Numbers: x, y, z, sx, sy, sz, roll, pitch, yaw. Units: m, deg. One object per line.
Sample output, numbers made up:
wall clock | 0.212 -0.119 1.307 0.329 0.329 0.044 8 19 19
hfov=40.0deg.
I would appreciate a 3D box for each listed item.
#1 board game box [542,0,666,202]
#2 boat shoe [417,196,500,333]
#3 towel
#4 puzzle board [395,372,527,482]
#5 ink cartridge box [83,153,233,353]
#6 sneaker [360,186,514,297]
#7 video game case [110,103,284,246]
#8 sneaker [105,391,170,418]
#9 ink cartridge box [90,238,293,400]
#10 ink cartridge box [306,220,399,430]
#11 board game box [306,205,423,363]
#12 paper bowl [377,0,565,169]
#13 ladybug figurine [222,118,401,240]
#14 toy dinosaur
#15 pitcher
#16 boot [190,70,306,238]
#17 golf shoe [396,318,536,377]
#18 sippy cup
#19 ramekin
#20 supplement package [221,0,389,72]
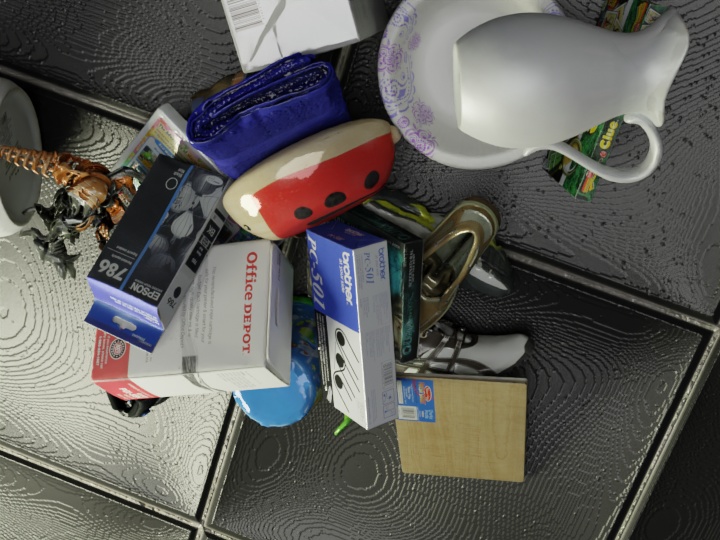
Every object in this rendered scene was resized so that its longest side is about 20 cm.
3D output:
board game box | 0.245 -0.180 1.009 0.023 0.105 0.201 12 110 -17
boat shoe | 0.073 0.010 1.044 0.071 0.076 0.200 30 127 1
towel | -0.085 -0.148 0.974 0.147 0.200 0.050 -24 82 2
puzzle board | 0.117 0.181 1.148 0.150 0.017 0.200 3 137 11
ink cartridge box | -0.217 -0.021 1.048 0.099 0.039 0.201 20 75 22
sneaker | 0.079 -0.020 1.118 0.200 0.075 0.085 30 126 4
video game case | -0.201 -0.066 1.146 0.200 0.024 0.182 46 128 -5
sneaker | -0.245 0.095 1.171 0.073 0.112 0.201 25 119 14
ink cartridge box | -0.177 0.056 1.071 0.199 0.083 0.147 -6 66 14
ink cartridge box | -0.008 0.057 1.037 0.044 0.094 0.201 -16 114 -30
board game box | 0.000 0.000 1.075 0.028 0.200 0.136 -13 116 -29
paper bowl | 0.123 -0.212 1.022 0.200 0.104 0.202 3 107 11
ladybug figurine | -0.045 -0.090 1.019 0.199 0.136 0.072 -26 82 15
toy dinosaur | -0.306 -0.078 1.102 0.200 0.102 0.136 43 111 -10
pitcher | 0.189 -0.155 0.920 0.199 0.121 0.172 -4 120 1
boot | -0.122 -0.129 1.129 0.097 0.075 0.201 -3 114 35
golf shoe | 0.098 0.089 1.137 0.199 0.078 0.095 -14 104 14
sippy cup | -0.087 0.114 1.152 0.177 0.130 0.140 8 109 8
ramekin | -0.435 -0.128 1.114 0.105 0.200 0.201 1 108 1
supplement package | -0.054 -0.278 0.985 0.119 0.200 0.122 -13 104 14
